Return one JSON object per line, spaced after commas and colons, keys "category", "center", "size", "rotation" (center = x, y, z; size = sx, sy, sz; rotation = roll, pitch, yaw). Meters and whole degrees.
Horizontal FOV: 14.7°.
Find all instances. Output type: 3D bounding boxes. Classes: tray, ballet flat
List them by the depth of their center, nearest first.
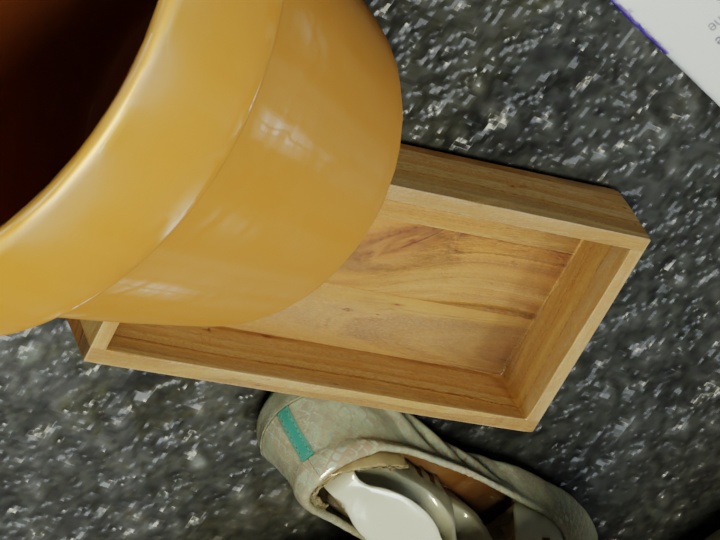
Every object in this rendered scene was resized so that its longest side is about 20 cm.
{"category": "tray", "center": [0.000, 0.000, 1.039], "size": [0.199, 0.037, 0.099], "rotation": [10, 123, -32]}
{"category": "ballet flat", "center": [0.032, 0.104, 1.124], "size": [0.067, 0.062, 0.200], "rotation": [-45, 132, 17]}

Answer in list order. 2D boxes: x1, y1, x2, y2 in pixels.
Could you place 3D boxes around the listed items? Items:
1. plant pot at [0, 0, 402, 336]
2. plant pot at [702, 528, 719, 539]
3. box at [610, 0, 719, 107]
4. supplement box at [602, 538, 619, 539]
{"category": "plant pot", "center": [-0.085, -0.064, 0.853], "size": [0.200, 0.200, 0.183], "rotation": [-42, 148, 13]}
{"category": "plant pot", "center": [0.171, 0.193, 1.200], "size": [0.199, 0.188, 0.187], "rotation": [-24, 136, 16]}
{"category": "box", "center": [0.185, -0.131, 0.963], "size": [0.184, 0.105, 0.200], "rotation": [-41, 132, 12]}
{"category": "supplement box", "center": [0.016, 0.167, 1.115], "size": [0.199, 0.061, 0.109], "rotation": [-10, 149, 9]}
